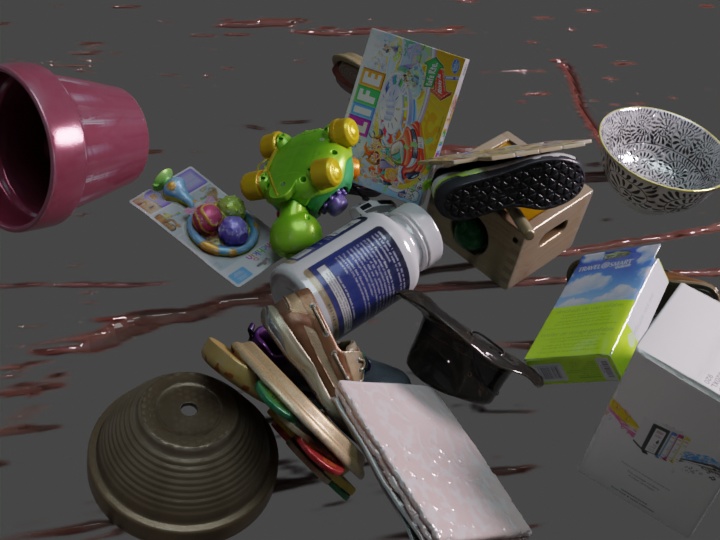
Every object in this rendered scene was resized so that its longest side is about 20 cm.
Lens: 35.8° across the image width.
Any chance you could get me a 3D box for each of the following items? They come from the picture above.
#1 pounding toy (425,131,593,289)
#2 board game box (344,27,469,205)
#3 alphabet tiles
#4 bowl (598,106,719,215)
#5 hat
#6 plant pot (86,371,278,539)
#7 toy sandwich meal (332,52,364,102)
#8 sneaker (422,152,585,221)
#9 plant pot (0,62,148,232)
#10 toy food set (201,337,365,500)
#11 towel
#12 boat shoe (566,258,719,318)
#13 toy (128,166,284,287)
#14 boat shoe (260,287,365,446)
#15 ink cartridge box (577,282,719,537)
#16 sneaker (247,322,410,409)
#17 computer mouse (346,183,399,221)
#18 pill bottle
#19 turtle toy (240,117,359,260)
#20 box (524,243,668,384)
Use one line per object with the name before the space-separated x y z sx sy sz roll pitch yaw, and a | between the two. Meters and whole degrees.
pounding toy | 0.196 -0.082 1.475 0.184 0.143 0.199 39 48 26
board game box | 0.050 -0.203 1.478 0.133 0.202 0.034 20 12 12
alphabet tiles | 0.180 -0.149 1.401 0.198 0.006 0.166 -11 9 -22
bowl | 0.433 -0.145 1.643 0.198 0.095 0.202 8 42 -7
hat | 0.109 0.103 1.281 0.199 0.081 0.201 32 6 -4
plant pot | -0.177 0.171 1.137 0.198 0.093 0.202 8 43 -7
toy sandwich meal | 0.024 -0.226 1.593 0.205 0.205 0.070 38 85 25
sneaker | 0.175 -0.118 1.372 0.198 0.072 0.083 -8 32 -8
plant pot | -0.370 -0.159 1.386 0.200 0.201 0.178 39 33 26
toy food set | -0.069 0.148 1.139 0.049 0.200 0.198 -44 55 -7
towel | 0.073 0.200 1.148 0.190 0.032 0.201 11 38 -52
boat shoe | 0.370 0.028 1.467 0.198 0.073 0.068 16 11 15
toy | -0.188 -0.072 1.432 0.199 0.048 0.115 34 46 22
boat shoe | -0.026 0.106 1.191 0.072 0.201 0.076 -37 18 -7
ink cartridge box | 0.355 0.151 1.219 0.144 0.201 0.147 30 44 18
sneaker | -0.036 0.107 1.247 0.197 0.088 0.075 6 42 -8
computer mouse | 0.020 -0.064 1.486 0.109 0.044 0.200 -11 42 -32
pill bottle | 0.000 0.000 1.332 0.199 0.112 0.111 -32 57 -25
turtle toy | -0.071 -0.103 1.429 0.144 0.101 0.201 -7 45 30
box | 0.293 0.053 1.361 0.121 0.048 0.200 -9 33 43
